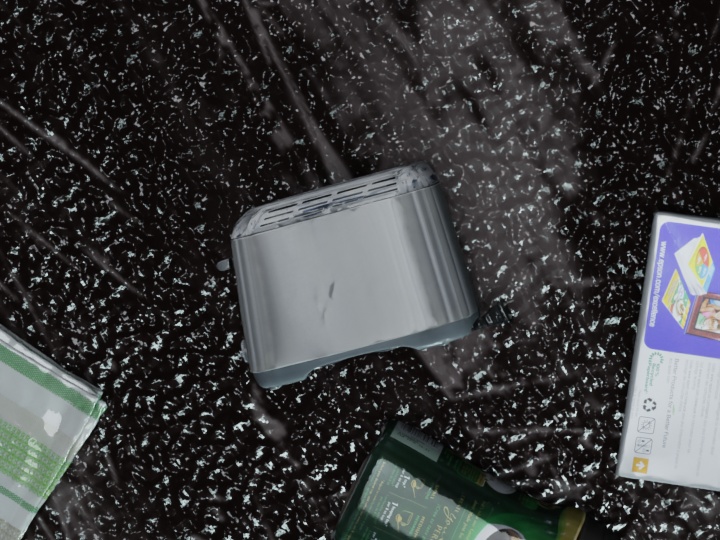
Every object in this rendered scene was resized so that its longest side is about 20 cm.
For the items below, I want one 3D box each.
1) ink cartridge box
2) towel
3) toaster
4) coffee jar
[{"bbox_3d":[0.295,0.066,1.760,0.199,0.043,0.199,9,100,7],"label":"ink cartridge box"},{"bbox_3d":[-0.299,0.137,1.860,0.149,0.031,0.200,33,103,4],"label":"towel"},{"bbox_3d":[0.000,0.000,1.755,0.200,0.114,0.130,-15,94,11],"label":"toaster"},{"bbox_3d":[0.087,0.195,1.784,0.200,0.085,0.104,27,98,4],"label":"coffee jar"}]
